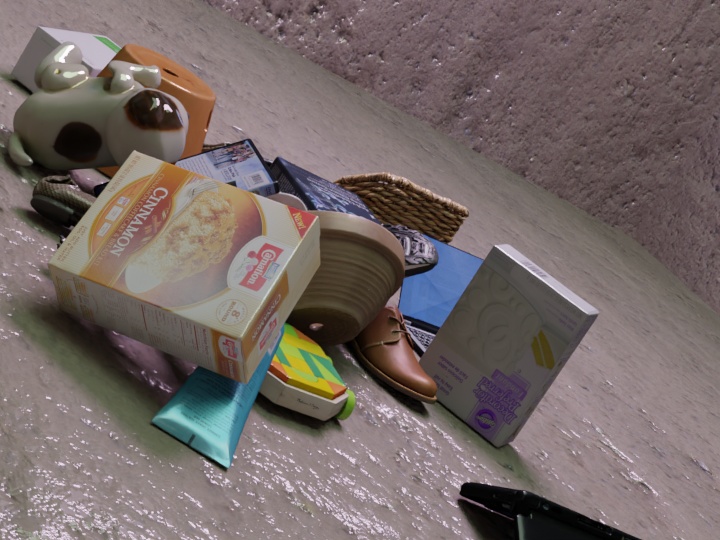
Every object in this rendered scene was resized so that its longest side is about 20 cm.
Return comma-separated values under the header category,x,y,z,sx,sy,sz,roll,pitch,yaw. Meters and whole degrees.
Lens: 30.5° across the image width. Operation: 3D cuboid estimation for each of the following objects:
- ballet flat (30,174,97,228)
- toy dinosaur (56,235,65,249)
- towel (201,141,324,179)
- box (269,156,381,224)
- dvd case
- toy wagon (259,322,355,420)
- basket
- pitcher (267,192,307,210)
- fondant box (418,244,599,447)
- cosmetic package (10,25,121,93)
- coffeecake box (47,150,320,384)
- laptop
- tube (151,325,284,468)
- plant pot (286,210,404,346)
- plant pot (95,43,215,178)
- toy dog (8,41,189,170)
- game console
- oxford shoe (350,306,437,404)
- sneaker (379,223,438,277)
category,x,y,z,sx,sy,sz,roll,pitch,yaw
ballet flat,-0.256,-0.047,1.417,0.199,0.047,0.067,27,-27,-11
toy dinosaur,-0.244,-0.004,1.298,0.087,0.048,0.200,-5,22,-33
towel,-0.162,-0.149,1.887,0.192,0.035,0.199,22,-7,-36
box,-0.050,-0.042,1.764,0.148,0.108,0.200,23,18,-35
dvd case,-0.202,-0.093,1.521,0.198,0.018,0.143,-18,30,-10
toy wagon,-0.092,0.085,1.381,0.154,0.040,0.200,24,16,-32
basket,0.042,-0.090,2.048,0.199,0.150,0.143,19,19,-41
pitcher,-0.169,-0.069,1.584,0.170,0.123,0.200,-4,17,-19
fondant box,0.174,0.091,1.608,0.144,0.201,0.058,37,16,19
cosmetic package,-0.389,-0.276,1.870,0.107,0.085,0.200,37,13,8
coffeecake box,-0.157,-0.006,1.212,0.198,0.073,0.154,20,54,16
laptop,0.151,0.065,1.825,0.186,0.116,0.200,20,18,-39
tube,-0.120,0.100,1.208,0.077,0.051,0.200,27,32,0
plant pot,-0.049,0.023,1.485,0.200,0.200,0.094,23,54,-33
plant pot,-0.282,-0.204,1.741,0.199,0.141,0.200,29,14,-8
toy dog,-0.290,-0.173,1.527,0.198,0.141,0.194,12,26,24
game console,0.204,0.304,1.335,0.199,0.117,0.175,26,-15,-26
oxford shoe,0.034,0.085,1.598,0.071,0.072,0.200,19,21,-48
sneaker,0.000,0.000,1.606,0.074,0.198,0.080,-84,159,-48
